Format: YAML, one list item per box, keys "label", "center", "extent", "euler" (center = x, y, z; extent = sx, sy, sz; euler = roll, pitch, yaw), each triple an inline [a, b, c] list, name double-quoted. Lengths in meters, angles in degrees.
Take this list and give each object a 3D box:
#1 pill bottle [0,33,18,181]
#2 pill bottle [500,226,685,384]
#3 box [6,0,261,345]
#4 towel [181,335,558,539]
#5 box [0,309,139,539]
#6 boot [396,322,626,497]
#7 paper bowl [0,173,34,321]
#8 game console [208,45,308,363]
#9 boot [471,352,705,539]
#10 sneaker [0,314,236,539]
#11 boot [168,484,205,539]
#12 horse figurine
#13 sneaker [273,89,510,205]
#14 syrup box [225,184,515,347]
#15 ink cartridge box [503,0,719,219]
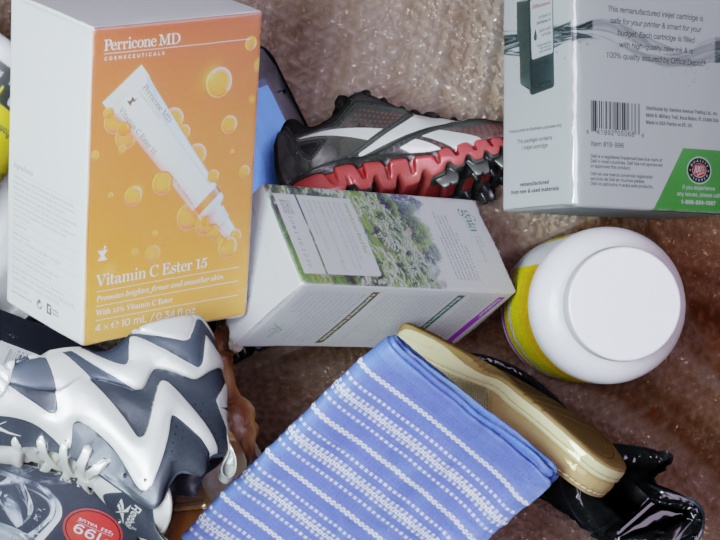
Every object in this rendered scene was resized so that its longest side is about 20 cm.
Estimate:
- label: "pill bottle"
  center: [-0.288, -0.067, 1.480]
  extent: [0.114, 0.114, 0.200]
  euler: [34, 85, -3]
- label: "pill bottle"
  center: [0.157, 0.024, 1.574]
  extent: [0.104, 0.200, 0.104]
  euler: [0, 88, -4]
- label: "box"
  center: [-0.142, -0.069, 1.454]
  extent: [0.124, 0.097, 0.200]
  euler: [-11, 113, -36]
- label: "towel"
  center: [0.007, 0.144, 1.443]
  extent: [0.145, 0.024, 0.200]
  euler: [39, 112, -15]
- label: "box"
  center: [-0.234, 0.134, 1.541]
  extent: [0.200, 0.104, 0.182]
  euler: [21, 128, -3]
- label: "boot"
  center: [0.064, 0.138, 1.507]
  extent: [0.200, 0.073, 0.156]
  euler: [30, 92, 39]
- label: "paper bowl"
  center: [-0.291, -0.042, 1.587]
  extent: [0.201, 0.104, 0.201]
  euler: [0, 88, -4]
- label: "game console"
  center: [-0.100, -0.039, 1.600]
  extent: [0.118, 0.171, 0.200]
  euler: [-27, 90, 22]
- label: "boot"
  center: [0.132, 0.121, 1.585]
  extent: [0.200, 0.168, 0.076]
  euler: [35, 85, -3]
- label: "sneaker"
  center: [-0.166, 0.116, 1.409]
  extent: [0.199, 0.079, 0.130]
  euler: [-15, 73, -20]
- label: "boot"
  center: [-0.032, 0.192, 1.619]
  extent: [0.200, 0.074, 0.155]
  euler: [1, 87, 7]
- label: "horse figurine"
  center: [-0.077, 0.140, 1.533]
  extent: [0.050, 0.133, 0.200]
  euler: [-13, 117, -8]
- label: "sneaker"
  center: [0.028, -0.085, 1.628]
  extent: [0.200, 0.071, 0.098]
  euler: [-13, 64, -20]
- label: "syrup box"
  center: [0.000, 0.000, 1.561]
  extent: [0.200, 0.081, 0.079]
  euler: [3, 55, -44]
- label: "ink cartridge box"
  center: [0.176, -0.138, 1.613]
  extent: [0.147, 0.083, 0.200]
  euler: [2, 87, -34]
